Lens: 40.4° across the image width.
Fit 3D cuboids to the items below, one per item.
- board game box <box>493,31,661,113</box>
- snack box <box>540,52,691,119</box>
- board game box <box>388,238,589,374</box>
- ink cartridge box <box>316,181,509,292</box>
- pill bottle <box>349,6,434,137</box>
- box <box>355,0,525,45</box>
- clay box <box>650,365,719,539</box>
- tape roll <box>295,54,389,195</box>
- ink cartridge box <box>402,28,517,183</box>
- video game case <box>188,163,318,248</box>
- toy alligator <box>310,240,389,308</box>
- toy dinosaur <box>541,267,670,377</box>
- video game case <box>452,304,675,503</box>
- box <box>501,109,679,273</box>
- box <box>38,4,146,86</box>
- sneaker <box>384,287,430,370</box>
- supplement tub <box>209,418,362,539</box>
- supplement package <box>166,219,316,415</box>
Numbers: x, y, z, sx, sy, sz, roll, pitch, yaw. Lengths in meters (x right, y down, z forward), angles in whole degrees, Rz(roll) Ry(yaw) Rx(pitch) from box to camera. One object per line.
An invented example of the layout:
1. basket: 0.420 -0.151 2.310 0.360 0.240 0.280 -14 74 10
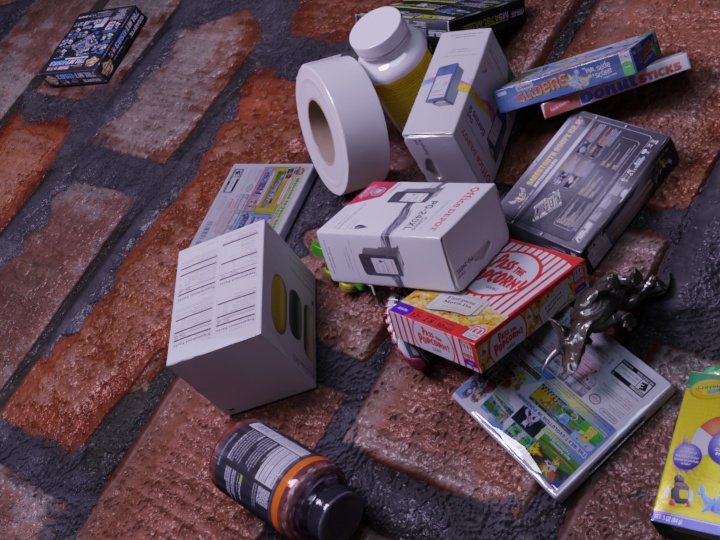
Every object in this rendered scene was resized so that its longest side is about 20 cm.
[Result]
1. board game box: 0.301 -0.275 1.359 0.200 0.034 0.135 -12 16 33
2. snack box: 0.347 -0.254 1.343 0.200 0.024 0.072 -18 10 15
3. board game box: 0.158 0.035 1.203 0.200 0.046 0.151 -34 33 -29
4. ink cartridge box: 0.070 -0.048 1.266 0.200 0.083 0.145 4 34 38
5. pill bottle: 0.067 -0.295 1.477 0.112 0.200 0.112 -18 49 21
6. box: 0.128 -0.405 1.567 0.200 0.048 0.193 17 36 41
7. clay box: 0.379 0.182 0.996 0.115 0.048 0.200 5 60 36
8. tape roll: -0.029 -0.219 1.476 0.071 0.203 0.202 -19 41 -16
9. ink cartridge box: 0.150 -0.223 1.403 0.087 0.145 0.200 4 58 34
10. video game case: -0.180 -0.093 1.613 0.182 0.022 0.200 4 58 37
11. toy alligator: 0.000 0.000 1.398 0.054 0.059 0.200 -13 32 -33
12. toy dinosaur: 0.284 0.035 1.130 0.200 0.077 0.102 -40 10 -35
13. video game case: 0.231 0.144 1.146 0.182 0.022 0.200 -43 45 -3
14. box: 0.292 -0.109 1.285 0.200 0.048 0.158 -51 43 -11
15. box: -0.605 -0.506 2.210 0.200 0.050 0.199 3 59 35
16. sneaker: 0.081 0.038 1.290 0.075 0.081 0.200 -13 50 23
17. supplement tub: -0.090 0.265 1.207 0.200 0.107 0.107 22 70 42
18. supplement package: -0.161 0.067 1.378 0.151 0.152 0.200 -20 48 20
